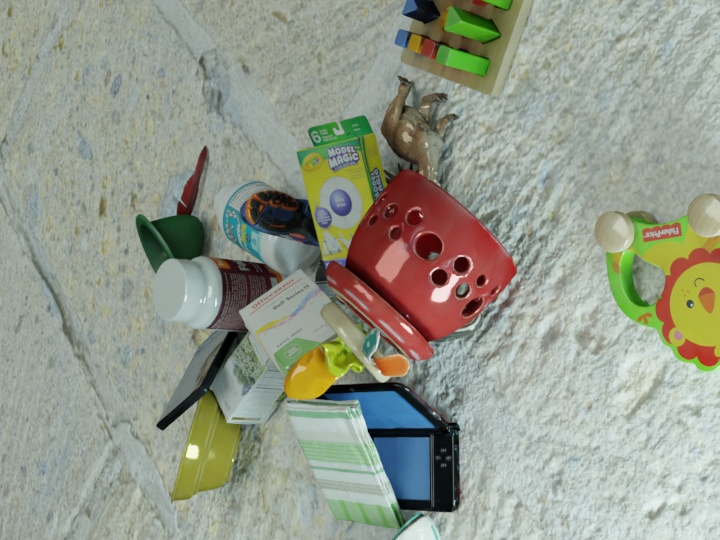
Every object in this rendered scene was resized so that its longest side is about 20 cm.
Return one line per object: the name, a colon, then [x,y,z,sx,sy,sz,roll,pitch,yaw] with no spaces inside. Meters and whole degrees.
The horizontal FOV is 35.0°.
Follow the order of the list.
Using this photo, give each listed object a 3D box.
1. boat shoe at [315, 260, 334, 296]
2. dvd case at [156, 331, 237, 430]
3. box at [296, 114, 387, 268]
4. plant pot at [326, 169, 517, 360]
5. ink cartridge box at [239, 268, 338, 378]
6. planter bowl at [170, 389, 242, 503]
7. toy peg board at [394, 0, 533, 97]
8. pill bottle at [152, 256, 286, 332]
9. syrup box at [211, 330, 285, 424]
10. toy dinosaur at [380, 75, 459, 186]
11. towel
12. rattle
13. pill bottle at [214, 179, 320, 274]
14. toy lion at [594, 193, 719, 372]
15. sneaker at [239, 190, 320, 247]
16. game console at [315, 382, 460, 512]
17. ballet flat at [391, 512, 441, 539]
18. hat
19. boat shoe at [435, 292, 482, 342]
boat shoe: [0.000,0.000,1.677,0.199,0.070,0.067,-9,80,54]
dvd case: [-0.260,0.161,1.882,0.143,0.018,0.201,-41,17,37]
box: [-0.018,-0.109,1.598,0.117,0.048,0.202,-8,98,38]
plant pot: [0.071,0.002,1.453,0.183,0.200,0.200,-49,46,-6]
ink cartridge box: [-0.095,0.077,1.650,0.117,0.068,0.200,-35,41,-11]
planter bowl: [-0.243,0.292,1.860,0.200,0.083,0.202,-163,90,-85]
toy peg board: [0.125,-0.366,1.560,0.199,0.097,0.201,31,107,45]
pill bottle: [-0.221,0.038,1.809,0.114,0.199,0.115,-8,79,46]
syrup box: [-0.149,0.149,1.804,0.200,0.081,0.079,-54,49,29]
toy dinosaur: [0.067,-0.185,1.614,0.136,0.085,0.201,-56,43,36]
towel: [-0.020,0.269,1.605,0.149,0.031,0.201,-3,116,48]
rattle: [-0.027,0.126,1.459,0.131,0.142,0.200,68,171,-25]
pill bottle: [-0.154,-0.077,1.817,0.200,0.110,0.112,31,107,46]
toy lion: [0.369,0.017,1.277,0.199,0.068,0.193,-9,86,47]
sneaker: [-0.091,-0.076,1.687,0.078,0.199,0.076,3,78,57]
game console: [0.028,0.245,1.571,0.199,0.118,0.174,-9,78,47]
ballet flat: [0.043,0.415,1.579,0.200,0.069,0.070,-50,52,30]
hat: [-0.289,-0.070,2.034,0.165,0.175,0.201,39,151,41]
boat shoe: [0.096,0.068,1.576,0.199,0.057,0.067,6,54,44]
